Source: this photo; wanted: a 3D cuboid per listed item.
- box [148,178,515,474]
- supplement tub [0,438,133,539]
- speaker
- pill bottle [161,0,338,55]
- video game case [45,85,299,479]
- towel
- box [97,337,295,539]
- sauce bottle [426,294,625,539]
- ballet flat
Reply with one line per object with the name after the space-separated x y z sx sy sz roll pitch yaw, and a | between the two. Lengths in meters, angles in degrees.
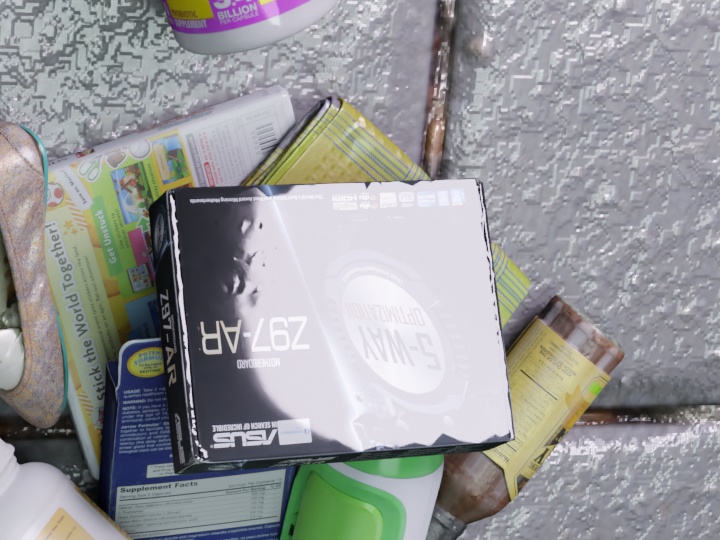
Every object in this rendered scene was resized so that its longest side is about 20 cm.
-0.017 0.031 1.409 0.199 0.044 0.161 -2 78 -20 | box
-0.189 0.205 1.424 0.144 0.144 0.200 -45 97 0 | supplement tub
-0.006 0.178 1.502 0.088 0.089 0.201 4 118 -20 | speaker
-0.085 -0.230 1.355 0.104 0.104 0.201 -23 113 -11 | pill bottle
-0.106 0.008 1.473 0.181 0.023 0.201 -20 114 -12 | video game case
0.000 0.000 1.483 0.200 0.023 0.144 40 91 -27 | towel
-0.098 0.111 1.476 0.120 0.032 0.201 -5 127 -18 | box
0.087 0.110 1.553 0.065 0.065 0.200 37 95 -26 | sauce bottle
-0.214 0.011 1.398 0.067 0.068 0.201 -29 126 -42 | ballet flat
